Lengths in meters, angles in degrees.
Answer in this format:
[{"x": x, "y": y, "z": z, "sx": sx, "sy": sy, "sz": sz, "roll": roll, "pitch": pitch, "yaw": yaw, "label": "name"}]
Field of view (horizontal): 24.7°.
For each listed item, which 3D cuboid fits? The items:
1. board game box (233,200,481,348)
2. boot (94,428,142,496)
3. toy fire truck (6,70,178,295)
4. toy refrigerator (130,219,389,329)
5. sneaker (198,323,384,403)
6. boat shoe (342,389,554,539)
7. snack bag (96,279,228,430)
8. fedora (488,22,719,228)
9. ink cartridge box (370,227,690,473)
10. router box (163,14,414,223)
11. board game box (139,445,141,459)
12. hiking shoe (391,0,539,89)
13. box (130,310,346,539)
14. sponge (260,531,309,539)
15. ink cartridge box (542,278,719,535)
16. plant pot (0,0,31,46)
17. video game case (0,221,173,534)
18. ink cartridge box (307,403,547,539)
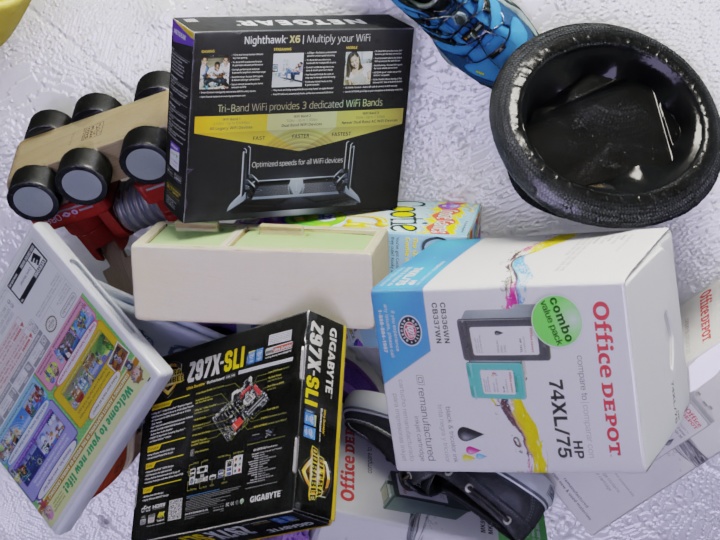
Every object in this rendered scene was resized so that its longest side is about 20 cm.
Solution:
[{"x": 0.000, "y": 0.000, "z": 1.410, "sx": 0.197, "sy": 0.103, "sz": 0.106, "roll": 3, "pitch": 108, "yaw": 11, "label": "board game box"}, {"x": -0.245, "y": 0.138, "z": 1.454, "sx": 0.074, "sy": 0.107, "sz": 0.201, "roll": 26, "pitch": 139, "yaw": 19, "label": "boot"}, {"x": -0.192, "y": -0.044, "z": 1.440, "sx": 0.174, "sy": 0.130, "sz": 0.201, "roll": -16, "pitch": 133, "yaw": 20, "label": "toy fire truck"}, {"x": -0.080, "y": 0.000, "z": 1.331, "sx": 0.197, "sy": 0.076, "sz": 0.071, "roll": 2, "pitch": 108, "yaw": 12, "label": "toy refrigerator"}, {"x": -0.071, "y": 0.096, "z": 1.470, "sx": 0.198, "sy": 0.084, "sz": 0.081, "roll": 28, "pitch": 113, "yaw": 0, "label": "sneaker"}, {"x": 0.063, "y": 0.160, "z": 1.357, "sx": 0.198, "sy": 0.057, "sz": 0.069, "roll": 24, "pitch": 158, "yaw": 24, "label": "boat shoe"}, {"x": -0.189, "y": 0.094, "z": 1.470, "sx": 0.187, "sy": 0.021, "sz": 0.201, "roll": 20, "pitch": 141, "yaw": 15, "label": "snack bag"}, {"x": 0.188, "y": -0.102, "z": 1.323, "sx": 0.199, "sy": 0.202, "sz": 0.092, "roll": 32, "pitch": 152, "yaw": -1, "label": "fedora"}, {"x": 0.133, "y": 0.060, "z": 1.246, "sx": 0.198, "sy": 0.146, "sz": 0.149, "roll": -3, "pitch": 104, "yaw": 25, "label": "ink cartridge box"}, {"x": -0.059, "y": -0.126, "z": 1.349, "sx": 0.198, "sy": 0.052, "sz": 0.159, "roll": -5, "pitch": 113, "yaw": -26, "label": "router box"}, {"x": -0.107, "y": 0.156, "z": 1.389, "sx": 0.199, "sy": 0.102, "sz": 0.047, "roll": -34, "pitch": 132, "yaw": 31, "label": "board game box"}, {"x": 0.070, "y": -0.209, "z": 1.331, "sx": 0.200, "sy": 0.087, "sz": 0.074, "roll": 41, "pitch": 112, "yaw": -5, "label": "hiking shoe"}, {"x": -0.099, "y": 0.133, "z": 1.307, "sx": 0.199, "sy": 0.161, "sz": 0.049, "roll": -19, "pitch": 147, "yaw": 41, "label": "box"}, {"x": -0.074, "y": 0.208, "z": 1.403, "sx": 0.030, "sy": 0.202, "sz": 0.111, "roll": 21, "pitch": 154, "yaw": -22, "label": "sponge"}, {"x": 0.250, "y": 0.110, "z": 1.375, "sx": 0.199, "sy": 0.147, "sz": 0.083, "roll": -37, "pitch": 99, "yaw": 20, "label": "ink cartridge box"}, {"x": -0.389, "y": -0.224, "z": 1.374, "sx": 0.200, "sy": 0.201, "sz": 0.189, "roll": 36, "pitch": 128, "yaw": -3, "label": "plant pot"}, {"x": -0.263, "y": 0.093, "z": 1.403, "sx": 0.182, "sy": 0.022, "sz": 0.201, "roll": 47, "pitch": 119, "yaw": 20, "label": "video game case"}, {"x": 0.052, "y": 0.206, "z": 1.421, "sx": 0.198, "sy": 0.147, "sz": 0.085, "roll": 13, "pitch": 124, "yaw": -10, "label": "ink cartridge box"}]
